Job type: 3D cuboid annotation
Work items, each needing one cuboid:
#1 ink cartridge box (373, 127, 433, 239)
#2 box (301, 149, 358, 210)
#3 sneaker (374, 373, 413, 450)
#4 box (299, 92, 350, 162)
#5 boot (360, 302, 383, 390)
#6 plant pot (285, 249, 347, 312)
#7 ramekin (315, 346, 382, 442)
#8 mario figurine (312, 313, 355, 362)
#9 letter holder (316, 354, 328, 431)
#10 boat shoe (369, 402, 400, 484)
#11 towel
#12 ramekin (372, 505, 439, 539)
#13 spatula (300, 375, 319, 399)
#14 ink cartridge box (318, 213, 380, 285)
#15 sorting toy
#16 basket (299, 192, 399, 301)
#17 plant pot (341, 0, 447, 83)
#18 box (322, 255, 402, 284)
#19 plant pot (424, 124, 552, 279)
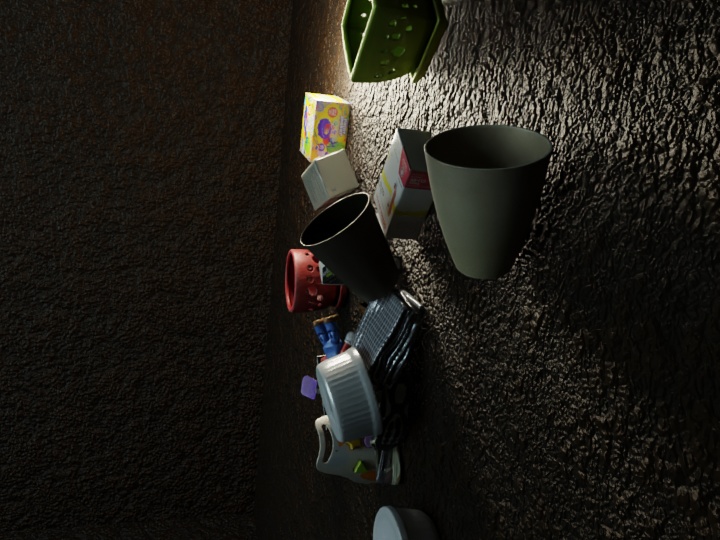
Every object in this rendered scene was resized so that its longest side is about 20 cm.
[{"bbox_3d":[0.102,-0.188,1.405,0.201,0.082,0.147,109,156,-45],"label":"ink cartridge box"},{"bbox_3d":[-0.099,-0.283,1.996,0.130,0.108,0.200,68,162,-1],"label":"box"},{"bbox_3d":[0.072,0.321,1.477,0.089,0.076,0.203,-133,55,-69],"label":"sneaker"},{"bbox_3d":[-0.122,-0.480,2.136,0.193,0.120,0.203,-127,42,-63],"label":"box"},{"bbox_3d":[0.029,0.198,1.658,0.188,0.067,0.203,-110,24,-77],"label":"boot"},{"bbox_3d":[-0.142,0.036,2.035,0.200,0.179,0.204,-177,90,-73],"label":"plant pot"},{"bbox_3d":[-0.030,0.282,1.411,0.200,0.096,0.204,163,90,-78],"label":"ramekin"},{"bbox_3d":[-0.059,0.220,1.686,0.123,0.105,0.203,163,91,-69],"label":"mario figurine"},{"bbox_3d":[-0.058,0.344,1.785,0.142,0.099,0.203,88,174,-75],"label":"letter holder"},{"bbox_3d":[0.055,0.413,1.527,0.072,0.064,0.203,116,152,-57],"label":"boat shoe"},{"bbox_3d":[0.057,0.140,1.430,0.202,0.085,0.166,-65,21,9],"label":"towel"},{"bbox_3d":[0.098,0.592,1.312,0.202,0.093,0.206,-178,90,-73],"label":"ramekin"},{"bbox_3d":[-0.081,0.330,1.689,0.197,0.020,0.058,11,97,29],"label":"spatula"},{"bbox_3d":[-0.023,-0.058,1.709,0.202,0.142,0.085,109,157,-43],"label":"ink cartridge box"},{"bbox_3d":[-0.029,0.439,1.608,0.107,0.177,0.203,135,134,-66],"label":"sorting toy"},{"bbox_3d":[-0.006,-0.041,1.404,0.201,0.179,0.136,54,-174,-31],"label":"basket"},{"bbox_3d":[0.074,-0.539,1.376,0.201,0.178,0.202,116,152,-54],"label":"plant pot"},{"bbox_3d":[0.000,0.000,1.599,0.200,0.158,0.045,150,119,-71],"label":"box"},{"bbox_3d":[0.192,-0.097,0.976,0.188,0.184,0.203,-116,18,-57],"label":"plant pot"}]
